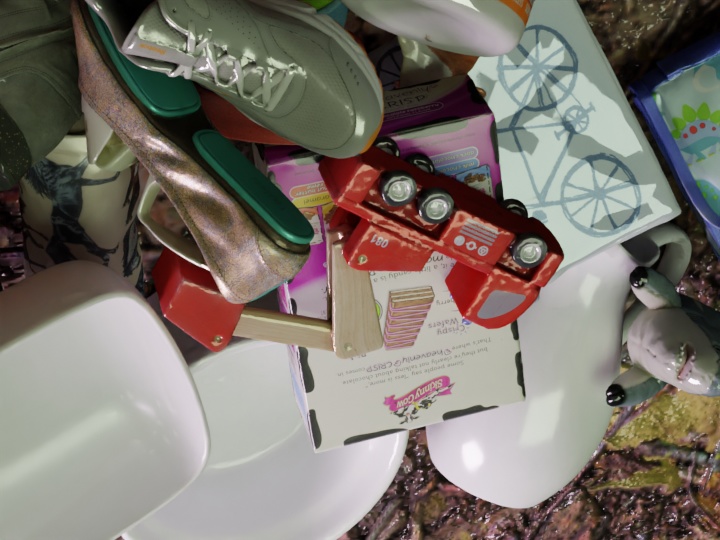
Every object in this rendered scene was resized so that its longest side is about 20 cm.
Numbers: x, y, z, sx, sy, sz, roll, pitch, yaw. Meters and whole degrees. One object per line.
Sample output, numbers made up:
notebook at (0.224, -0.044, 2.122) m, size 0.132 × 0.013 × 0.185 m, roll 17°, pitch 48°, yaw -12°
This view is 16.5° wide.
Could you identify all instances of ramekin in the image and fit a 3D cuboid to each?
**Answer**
ramekin at (-0.077, 0.091, 1.587) m, size 0.199 × 0.098 × 0.201 m, roll -12°, pitch 130°, yaw -15°

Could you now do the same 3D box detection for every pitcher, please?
pitcher at (0.138, 0.053, 1.653) m, size 0.171 × 0.121 × 0.201 m, roll 5°, pitch 114°, yaw -46°

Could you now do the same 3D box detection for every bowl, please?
bowl at (-0.196, 0.088, 1.411) m, size 0.199 × 0.075 × 0.201 m, roll -31°, pitch 140°, yaw -10°

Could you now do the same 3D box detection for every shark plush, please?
shark plush at (0.225, 0.057, 1.621) m, size 0.200 × 0.083 × 0.092 m, roll 18°, pitch 87°, yaw -69°

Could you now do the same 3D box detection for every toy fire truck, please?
toy fire truck at (0.000, 0.000, 1.386) m, size 0.199 × 0.049 × 0.141 m, roll 24°, pitch 111°, yaw -26°

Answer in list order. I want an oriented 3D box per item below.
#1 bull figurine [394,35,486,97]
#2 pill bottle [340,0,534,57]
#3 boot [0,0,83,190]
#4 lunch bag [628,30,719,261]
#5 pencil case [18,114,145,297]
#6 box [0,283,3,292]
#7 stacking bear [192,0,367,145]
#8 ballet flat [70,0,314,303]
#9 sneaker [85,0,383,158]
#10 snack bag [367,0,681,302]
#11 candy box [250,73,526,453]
bull figurine at (0.067, -0.177, 1.448) m, size 0.200 × 0.065 × 0.121 m, roll -47°, pitch 137°, yaw -2°
pill bottle at (0.063, -0.226, 1.334) m, size 0.109 × 0.109 × 0.201 m, roll 25°, pitch 80°, yaw -37°
boot at (-0.207, -0.154, 1.352) m, size 0.131 × 0.068 × 0.200 m, roll -44°, pitch 109°, yaw -25°
lunch bag at (0.286, -0.084, 1.602) m, size 0.169 × 0.128 × 0.201 m, roll -30°, pitch 120°, yaw 4°
pencil case at (-0.161, -0.031, 1.464) m, size 0.077 × 0.090 × 0.201 m, roll 11°, pitch 129°, yaw 11°
box at (-0.330, 0.055, 1.437) m, size 0.181 × 0.104 × 0.201 m, roll 11°, pitch 121°, yaw -33°
stacking bear at (-0.056, -0.184, 1.371) m, size 0.113 × 0.122 × 0.201 m, roll -4°, pitch 121°, yaw 0°
ballet flat at (-0.107, -0.063, 1.322) m, size 0.067 × 0.200 × 0.068 m, roll -46°, pitch 160°, yaw 24°
sneaker at (-0.081, -0.117, 1.298) m, size 0.199 × 0.092 × 0.076 m, roll 36°, pitch 122°, yaw 3°
snack bag at (0.073, -0.068, 1.526) m, size 0.199 × 0.021 × 0.189 m, roll -29°, pitch 104°, yaw 1°
candy box at (0.017, -0.003, 1.453) m, size 0.135 × 0.061 × 0.201 m, roll -12°, pitch 121°, yaw -8°
